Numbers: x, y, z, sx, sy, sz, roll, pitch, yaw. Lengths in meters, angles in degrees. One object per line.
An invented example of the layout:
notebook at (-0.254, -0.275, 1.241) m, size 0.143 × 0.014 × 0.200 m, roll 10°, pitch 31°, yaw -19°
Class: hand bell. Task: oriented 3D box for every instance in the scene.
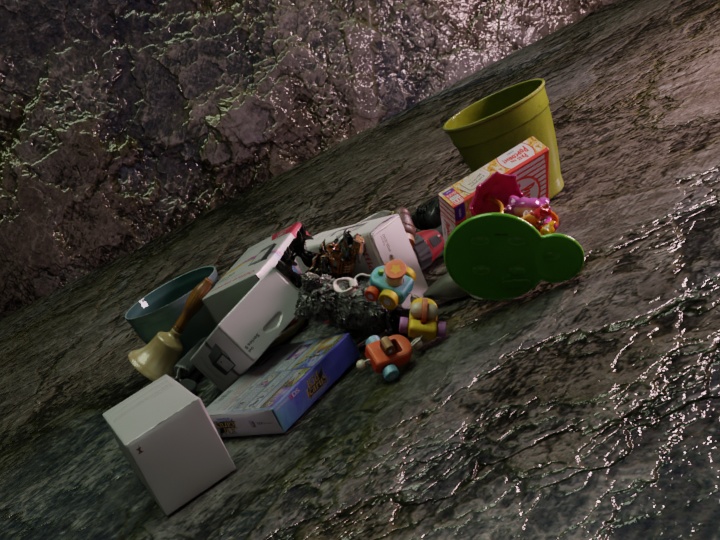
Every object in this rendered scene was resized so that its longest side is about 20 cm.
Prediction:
hand bell at (-0.328, 0.101, 1.812) m, size 0.201 × 0.103 × 0.104 m, roll -55°, pitch 13°, yaw 7°

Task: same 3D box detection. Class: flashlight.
flashlight at (0.156, -0.067, 1.790) m, size 0.199 × 0.069 × 0.067 m, roll -32°, pitch 48°, yaw -32°

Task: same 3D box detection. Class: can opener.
can opener at (-0.305, 0.189, 1.774) m, size 0.065 × 0.053 × 0.200 m, roll 13°, pitch 29°, yaw 10°

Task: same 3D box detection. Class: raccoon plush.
raccoon plush at (-0.007, 0.045, 1.500) m, size 0.133 × 0.099 × 0.198 m, roll 16°, pitch -17°, yaw -40°

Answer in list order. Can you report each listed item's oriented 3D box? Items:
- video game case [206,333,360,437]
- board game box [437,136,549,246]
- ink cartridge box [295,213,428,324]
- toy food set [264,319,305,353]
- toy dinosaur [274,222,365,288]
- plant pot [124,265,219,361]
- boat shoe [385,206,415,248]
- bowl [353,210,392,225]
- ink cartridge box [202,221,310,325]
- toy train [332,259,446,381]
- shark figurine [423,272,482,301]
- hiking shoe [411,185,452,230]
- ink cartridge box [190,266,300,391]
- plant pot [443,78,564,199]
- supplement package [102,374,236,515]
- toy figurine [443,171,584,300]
video game case at (-0.122, 0.175, 1.491) m, size 0.180 × 0.046 × 0.200 m, roll -15°, pitch 20°, yaw 44°
board game box at (0.223, -0.109, 1.634) m, size 0.198 × 0.153 × 0.046 m, roll -32°, pitch 50°, yaw -17°
ink cartridge box at (0.000, 0.000, 1.662) m, size 0.198 × 0.148 × 0.084 m, roll -10°, pitch 19°, yaw 47°
toy food set at (-0.180, 0.102, 1.823) m, size 0.199 × 0.049 × 0.197 m, roll -36°, pitch 18°, yaw -31°
toy dinosaur at (-0.068, 0.007, 1.601) m, size 0.202 × 0.135 × 0.102 m, roll -57°, pitch 4°, yaw 17°
plant pot at (-0.343, 0.099, 1.946) m, size 0.198 × 0.136 × 0.201 m, roll -25°, pitch 16°, yaw 7°
boat shoe at (0.038, -0.035, 1.734) m, size 0.069 × 0.071 × 0.200 m, roll 10°, pitch -34°, yaw -28°
bowl at (0.001, -0.031, 1.902) m, size 0.198 × 0.076 × 0.200 m, roll -28°, pitch 15°, yaw -8°
ink cartridge box at (-0.179, 0.013, 1.824) m, size 0.146 × 0.086 × 0.200 m, roll -24°, pitch 17°, yaw 32°
toy train at (0.041, 0.056, 1.421) m, size 0.148 × 0.056 × 0.201 m, roll -13°, pitch 50°, yaw -17°
shark figurine at (0.199, -0.029, 1.542) m, size 0.213 × 0.090 × 0.128 m, roll -34°, pitch 18°, yaw -19°
hiking shoe at (0.145, -0.100, 1.916) m, size 0.100 × 0.076 × 0.200 m, roll -30°, pitch 4°, yaw 21°
ink cartridge box at (-0.183, 0.097, 1.611) m, size 0.146 × 0.084 × 0.200 m, roll -49°, pitch 3°, yaw -30°
plant pot at (0.277, -0.214, 1.802) m, size 0.198 × 0.195 × 0.201 m, roll -24°, pitch 15°, yaw 7°
supplement package at (-0.274, 0.240, 1.398) m, size 0.116 × 0.119 × 0.199 m, roll -31°, pitch 15°, yaw -18°
toy figurine at (0.228, -0.073, 1.459) m, size 0.196 × 0.152 × 0.185 m, roll 0°, pitch 38°, yaw 12°
